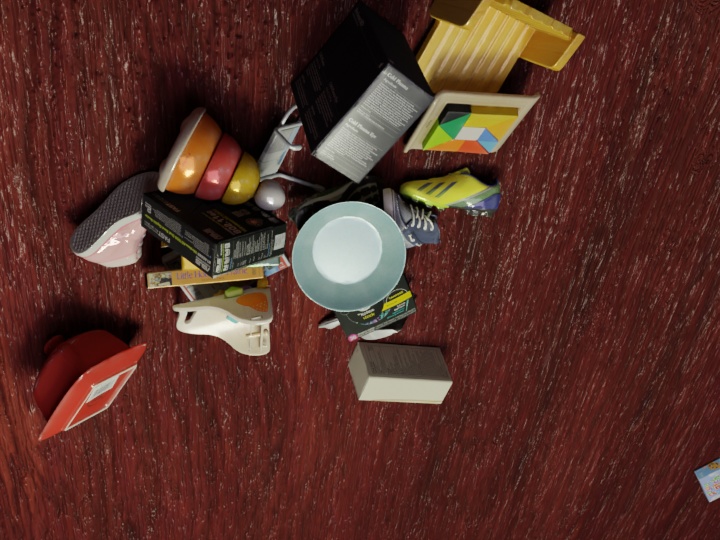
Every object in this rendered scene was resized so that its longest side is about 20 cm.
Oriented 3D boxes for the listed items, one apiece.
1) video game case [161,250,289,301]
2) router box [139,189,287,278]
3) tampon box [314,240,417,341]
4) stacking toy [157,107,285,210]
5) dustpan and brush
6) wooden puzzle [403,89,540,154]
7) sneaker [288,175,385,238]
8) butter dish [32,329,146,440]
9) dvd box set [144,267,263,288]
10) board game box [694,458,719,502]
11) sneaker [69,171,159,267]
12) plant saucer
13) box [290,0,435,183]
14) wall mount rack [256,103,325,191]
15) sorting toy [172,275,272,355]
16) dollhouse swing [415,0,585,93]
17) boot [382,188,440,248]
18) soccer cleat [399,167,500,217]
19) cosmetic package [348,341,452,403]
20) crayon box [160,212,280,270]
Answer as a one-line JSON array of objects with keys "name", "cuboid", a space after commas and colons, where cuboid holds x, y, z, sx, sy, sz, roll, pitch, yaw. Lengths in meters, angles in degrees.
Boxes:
[{"name": "video game case", "cuboid": [-0.245, -0.017, 1.763, 0.197, 0.018, 0.144, -25, 134, 4]}, {"name": "router box", "cuboid": [-0.236, -0.074, 1.538, 0.148, 0.199, 0.063, -20, 131, -43]}, {"name": "tampon box", "cuboid": [0.000, 0.000, 1.785, 0.148, 0.127, 0.202, -24, 134, 2]}, {"name": "stacking toy", "cuboid": [-0.211, -0.150, 1.525, 0.198, 0.147, 0.147, 29, 120, -10]}, {"name": "dustpan and brush", "cuboid": [0.004, 0.095, 1.898, 0.198, 0.140, 0.058, -25, 110, 31]}, {"name": "wooden puzzle", "cuboid": [0.188, -0.245, 1.639, 0.196, 0.038, 0.185, -4, 159, -17]}, {"name": "sneaker", "cuboid": [-0.046, -0.124, 1.701, 0.197, 0.088, 0.078, -21, 117, -27]}, {"name": "butter dish", "cuboid": [-0.524, 0.182, 1.771, 0.200, 0.148, 0.199, -49, 170, 26]}, {"name": "dvd box set", "cuboid": [-0.275, 0.008, 1.675, 0.196, 0.146, 0.030, -5, 91, -15]}, {"name": "board game box", "cuboid": [1.058, 0.569, 2.730, 0.198, 0.037, 0.152, -30, 134, 10]}, {"name": "sneaker", "cuboid": [-0.386, -0.081, 1.625, 0.199, 0.076, 0.105, -38, 148, 6]}, {"name": "plant saucer", "cuboid": [-0.021, -0.029, 1.651, 0.196, 0.039, 0.205, -3, 115, -7]}, {"name": "box", "cuboid": [-0.001, -0.276, 1.483, 0.103, 0.202, 0.182, 26, 120, -34]}, {"name": "wall mount rack", "cuboid": [-0.106, -0.188, 1.623, 0.173, 0.074, 0.201, -25, 153, -54]}, {"name": "sorting toy", "cuboid": [-0.254, 0.082, 1.772, 0.176, 0.109, 0.201, -3, 159, -9]}, {"name": "dollhouse swing", "cuboid": [0.206, -0.339, 1.530, 0.197, 0.182, 0.179, 16, 105, -31]}, {"name": "boot", "cuboid": [0.093, -0.097, 1.731, 0.088, 0.074, 0.200, -6, 163, 8]}, {"name": "soccer cleat", "cuboid": [0.165, -0.150, 1.765, 0.196, 0.065, 0.086, 7, 96, -16]}, {"name": "cosmetic package", "cuboid": [0.084, 0.217, 2.029, 0.196, 0.105, 0.074, 6, 130, -22]}, {"name": "crayon box", "cuboid": [-0.238, -0.051, 1.643, 0.195, 0.127, 0.052, -2, 115, -7]}]
